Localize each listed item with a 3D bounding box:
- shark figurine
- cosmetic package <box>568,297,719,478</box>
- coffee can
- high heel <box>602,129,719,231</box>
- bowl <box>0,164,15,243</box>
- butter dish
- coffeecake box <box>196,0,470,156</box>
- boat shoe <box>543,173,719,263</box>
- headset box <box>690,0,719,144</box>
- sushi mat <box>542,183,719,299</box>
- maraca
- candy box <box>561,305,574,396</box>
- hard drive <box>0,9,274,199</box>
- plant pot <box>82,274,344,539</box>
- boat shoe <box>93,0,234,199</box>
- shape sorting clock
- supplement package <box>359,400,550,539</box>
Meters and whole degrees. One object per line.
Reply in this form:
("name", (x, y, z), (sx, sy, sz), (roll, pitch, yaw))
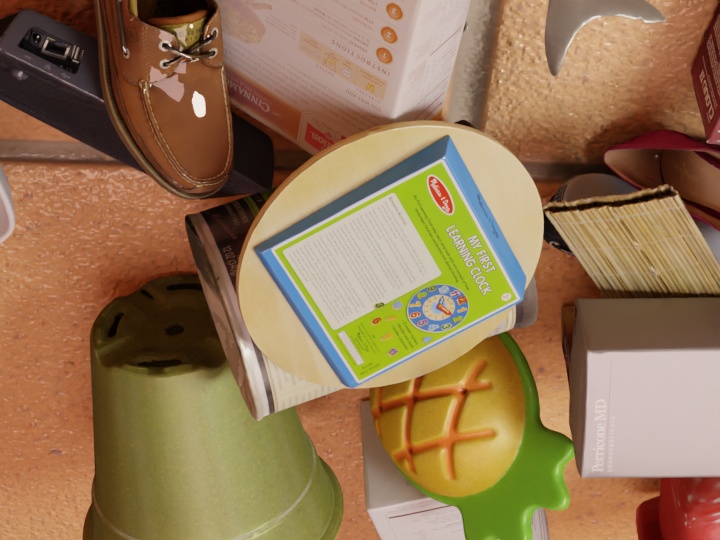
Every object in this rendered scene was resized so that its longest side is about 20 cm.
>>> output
("shark figurine", (0.085, -0.195, 1.362), (0.089, 0.214, 0.128), (-26, 111, -31))
("cosmetic package", (0.246, 0.080, 1.542), (0.200, 0.090, 0.107), (-3, 116, -2))
("coffee can", (0.000, 0.000, 1.493), (0.200, 0.146, 0.146), (-19, 138, -8))
("high heel", (0.229, -0.048, 1.468), (0.096, 0.200, 0.068), (0, 102, -10))
("bowl", (-0.343, -0.082, 1.474), (0.200, 0.075, 0.200), (-15, 136, 13))
("butter dish", (0.311, 0.169, 1.735), (0.199, 0.200, 0.148), (-9, 114, 6))
("coffeecake box", (-0.016, -0.170, 1.346), (0.153, 0.073, 0.200), (33, 139, 17))
("boat shoe", (0.220, -0.025, 1.587), (0.200, 0.069, 0.057), (14, 160, -19))
("headset box", (0.310, -0.154, 1.437), (0.149, 0.077, 0.200), (6, 135, -11))
("sushi mat", (0.201, -0.003, 1.540), (0.096, 0.012, 0.200), (-7, 151, 22))
("maraca", (0.080, 0.113, 1.632), (0.107, 0.200, 0.137), (6, 130, -50))
("candy box", (0.254, 0.078, 1.653), (0.200, 0.117, 0.057), (-5, 137, 3))
("hard drive", (-0.158, -0.105, 1.437), (0.200, 0.042, 0.135), (27, 167, -23))
("plant pot", (-0.122, 0.111, 1.638), (0.200, 0.200, 0.190), (-6, 124, 3))
("boat shoe", (-0.119, -0.140, 1.346), (0.072, 0.200, 0.068), (-23, -173, -29))
("shape sorting clock", (0.019, -0.008, 1.384), (0.200, 0.039, 0.200), (-9, 131, -11))
("supplement package", (0.080, 0.194, 1.772), (0.114, 0.110, 0.200), (-13, 136, 10))
